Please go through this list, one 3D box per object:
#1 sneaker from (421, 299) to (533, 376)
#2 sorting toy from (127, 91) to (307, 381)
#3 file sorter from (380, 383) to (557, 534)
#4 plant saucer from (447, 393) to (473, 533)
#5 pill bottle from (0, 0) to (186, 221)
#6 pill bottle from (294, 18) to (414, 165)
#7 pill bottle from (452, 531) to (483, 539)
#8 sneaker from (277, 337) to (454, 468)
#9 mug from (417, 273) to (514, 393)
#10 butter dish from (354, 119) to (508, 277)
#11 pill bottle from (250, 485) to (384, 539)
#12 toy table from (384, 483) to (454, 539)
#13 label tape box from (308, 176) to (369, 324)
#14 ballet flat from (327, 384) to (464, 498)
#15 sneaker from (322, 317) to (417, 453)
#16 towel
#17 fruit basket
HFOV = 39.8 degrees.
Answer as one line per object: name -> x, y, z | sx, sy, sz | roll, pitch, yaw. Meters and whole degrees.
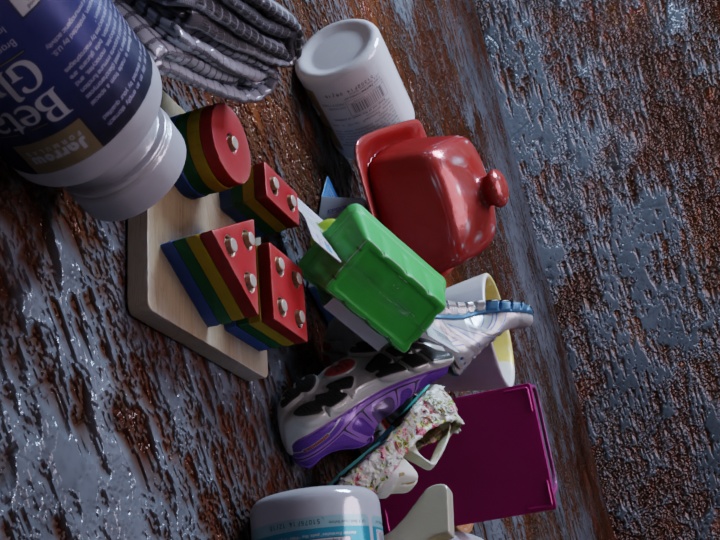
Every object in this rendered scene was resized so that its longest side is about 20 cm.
sneaker -> 0.120, 0.077, 1.152 | 0.198, 0.075, 0.088 | -2, 84, -32
sorting toy -> -0.111, -0.033, 0.835 | 0.199, 0.069, 0.202 | 44, 36, -60
file sorter -> 0.125, 0.221, 1.183 | 0.125, 0.198, 0.141 | 17, 61, -74
plant saucer -> 0.114, 0.266, 1.383 | 0.200, 0.037, 0.202 | -15, 90, -73
pill bottle -> -0.187, -0.121, 0.590 | 0.200, 0.110, 0.112 | 56, 26, -48
pill bottle -> 0.006, -0.206, 1.262 | 0.201, 0.113, 0.115 | 59, 24, -43
pill bottle -> 0.100, 0.405, 1.111 | 0.109, 0.108, 0.202 | 54, 29, -51
sneaker -> 0.005, 0.125, 0.974 | 0.080, 0.199, 0.084 | 31, -43, 48
mug -> 0.116, 0.097, 1.320 | 0.186, 0.152, 0.151 | 26, 52, -69
butter dish -> 0.103, -0.083, 1.171 | 0.200, 0.146, 0.202 | -29, 107, -60
pill bottle -> -0.028, 0.281, 0.793 | 0.111, 0.110, 0.202 | 42, 38, -61
toy table -> 0.037, 0.304, 0.975 | 0.184, 0.116, 0.202 | 43, 38, -60
label tape box -> 0.002, -0.005, 1.182 | 0.201, 0.065, 0.144 | -82, 153, -46
ballet flat -> 0.044, 0.183, 1.002 | 0.064, 0.076, 0.200 | 43, 46, 10
sneaker -> 0.020, 0.119, 1.081 | 0.082, 0.077, 0.202 | -36, 127, -31
towel -> -0.142, -0.216, 0.741 | 0.166, 0.086, 0.200 | 44, 12, 14
fruit basket -> 0.000, 0.000, 0.984 | 0.185, 0.094, 0.200 | 40, 0, -22
